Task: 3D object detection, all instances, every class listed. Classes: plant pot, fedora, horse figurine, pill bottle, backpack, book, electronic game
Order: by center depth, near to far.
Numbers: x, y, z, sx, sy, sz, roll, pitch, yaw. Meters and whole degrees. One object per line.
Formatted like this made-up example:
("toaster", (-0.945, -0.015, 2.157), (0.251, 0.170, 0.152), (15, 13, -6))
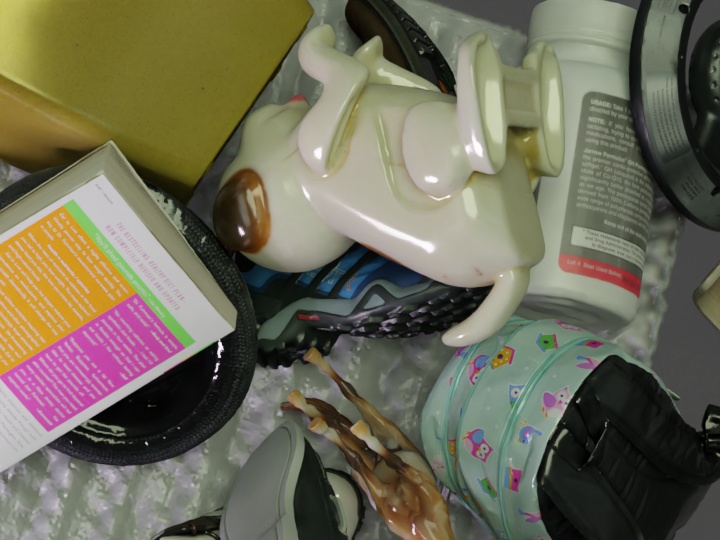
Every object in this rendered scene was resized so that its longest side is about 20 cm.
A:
("book", (-0.192, 0.032, 1.538), (0.200, 0.048, 0.134), (-30, 112, 15))
("horse figurine", (0.011, 0.121, 1.577), (0.050, 0.200, 0.133), (-42, 112, -1))
("backpack", (0.127, 0.116, 1.579), (0.126, 0.200, 0.167), (16, 70, 34))
("fedora", (-0.154, 0.018, 1.605), (0.200, 0.092, 0.201), (2, 112, 4))
("plant pot", (-0.143, -0.144, 1.606), (0.176, 0.200, 0.200), (34, 76, -4))
("pill bottle", (0.136, -0.069, 1.663), (0.110, 0.111, 0.200), (11, 78, -5))
("electronic game", (0.242, -0.124, 1.675), (0.200, 0.042, 0.200), (-2, 92, -45))

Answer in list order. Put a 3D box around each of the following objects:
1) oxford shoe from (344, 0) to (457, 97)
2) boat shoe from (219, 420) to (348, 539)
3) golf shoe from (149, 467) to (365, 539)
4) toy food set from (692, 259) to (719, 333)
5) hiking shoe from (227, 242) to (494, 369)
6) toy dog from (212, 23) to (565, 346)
("oxford shoe", (0.021, -0.109, 1.654), (0.084, 0.073, 0.200), (-35, 47, 13))
("boat shoe", (-0.040, 0.159, 1.524), (0.060, 0.200, 0.076), (36, 113, -17))
("golf shoe", (-0.081, 0.182, 1.594), (0.200, 0.094, 0.078), (-29, 82, -14))
("toy food set", (0.324, 0.024, 1.672), (0.200, 0.060, 0.144), (44, 76, -15))
("hiking shoe", (0.000, 0.000, 1.615), (0.200, 0.074, 0.087), (-13, 74, 23))
("toy dog", (0.012, -0.053, 1.542), (0.200, 0.140, 0.194), (-4, 98, 26))
